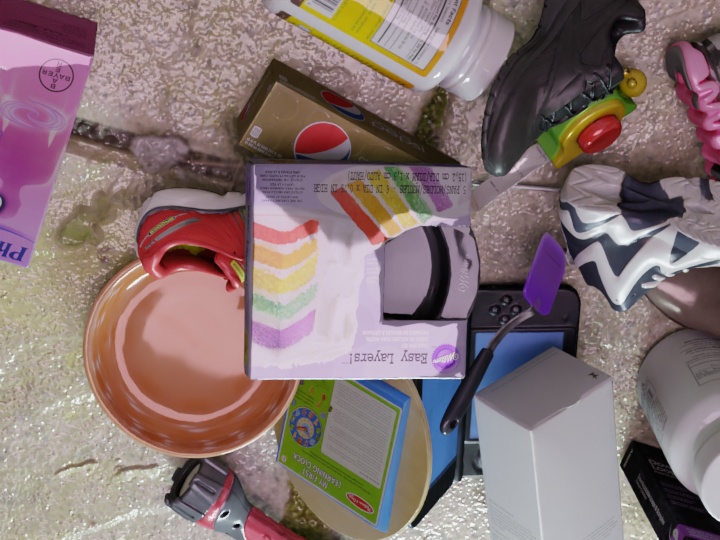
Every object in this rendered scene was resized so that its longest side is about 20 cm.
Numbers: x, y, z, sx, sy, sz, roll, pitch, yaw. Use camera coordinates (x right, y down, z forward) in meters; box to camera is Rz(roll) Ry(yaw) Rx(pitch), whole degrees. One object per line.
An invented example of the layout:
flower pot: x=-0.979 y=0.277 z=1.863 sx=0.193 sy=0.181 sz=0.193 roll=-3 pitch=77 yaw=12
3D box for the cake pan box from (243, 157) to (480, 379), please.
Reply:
cake pan box: x=0.000 y=0.000 z=1.541 sx=0.199 sy=0.052 sz=0.185 roll=2 pitch=98 yaw=-11

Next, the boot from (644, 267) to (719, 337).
boot: x=0.363 y=0.044 z=1.646 sx=0.199 sy=0.146 sz=0.071 roll=17 pitch=97 yaw=-17

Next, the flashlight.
flashlight: x=-0.089 y=0.246 z=1.736 sx=0.200 sy=0.068 sz=0.068 roll=35 pitch=103 yaw=-18

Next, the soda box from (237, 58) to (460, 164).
soda box: x=-0.006 y=-0.102 z=1.591 sx=0.199 sy=0.064 sz=0.068 roll=27 pitch=109 yaw=-17

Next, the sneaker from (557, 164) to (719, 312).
sneaker: x=0.271 y=-0.015 z=1.623 sx=0.198 sy=0.080 sz=0.130 roll=9 pitch=141 yaw=6

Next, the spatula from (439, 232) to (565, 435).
spatula: x=0.127 y=0.061 z=1.624 sx=0.201 sy=0.021 sz=0.056 roll=-56 pitch=140 yaw=-4

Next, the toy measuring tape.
toy measuring tape: x=0.164 y=-0.118 z=1.595 sx=0.199 sy=0.074 sz=0.074 roll=-34 pitch=113 yaw=6

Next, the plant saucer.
plant saucer: x=-0.151 y=0.070 z=1.655 sx=0.199 sy=0.037 sz=0.201 roll=0 pitch=106 yaw=0

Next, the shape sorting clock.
shape sorting clock: x=-0.008 y=0.146 z=1.650 sx=0.039 sy=0.200 sz=0.201 roll=-9 pitch=123 yaw=-46

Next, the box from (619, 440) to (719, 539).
box: x=0.333 y=0.235 z=1.704 sx=0.142 sy=0.200 sz=0.036 roll=19 pitch=107 yaw=-14

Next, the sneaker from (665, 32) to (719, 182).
sneaker: x=0.346 y=-0.128 z=1.619 sx=0.095 sy=0.079 sz=0.201 roll=-28 pitch=116 yaw=-6

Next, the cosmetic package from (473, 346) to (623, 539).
cosmetic package: x=0.176 y=0.187 z=1.680 sx=0.107 sy=0.085 sz=0.201 roll=-26 pitch=124 yaw=-29

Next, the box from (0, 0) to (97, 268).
box: x=-0.333 y=-0.130 z=1.526 sx=0.175 sy=0.097 sz=0.201 roll=17 pitch=112 yaw=-13

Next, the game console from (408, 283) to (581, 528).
game console: x=0.122 y=0.125 z=1.676 sx=0.170 sy=0.118 sz=0.201 roll=-1 pitch=115 yaw=-6

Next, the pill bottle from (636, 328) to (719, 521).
pill bottle: x=0.328 y=0.144 z=1.661 sx=0.114 sy=0.200 sz=0.115 roll=-2 pitch=114 yaw=-5

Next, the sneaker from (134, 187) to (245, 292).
sneaker: x=-0.096 y=-0.021 z=1.580 sx=0.199 sy=0.085 sz=0.077 roll=-3 pitch=146 yaw=2

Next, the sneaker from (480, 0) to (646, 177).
sneaker: x=0.170 y=-0.162 z=1.532 sx=0.090 sy=0.076 sz=0.201 roll=29 pitch=85 yaw=14

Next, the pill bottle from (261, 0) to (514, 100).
pill bottle: x=0.025 y=-0.221 z=1.516 sx=0.199 sy=0.109 sz=0.110 roll=28 pitch=108 yaw=-17

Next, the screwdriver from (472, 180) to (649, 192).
screwdriver: x=0.199 y=-0.070 z=1.647 sx=0.199 sy=0.029 sz=0.028 roll=3 pitch=114 yaw=-8
